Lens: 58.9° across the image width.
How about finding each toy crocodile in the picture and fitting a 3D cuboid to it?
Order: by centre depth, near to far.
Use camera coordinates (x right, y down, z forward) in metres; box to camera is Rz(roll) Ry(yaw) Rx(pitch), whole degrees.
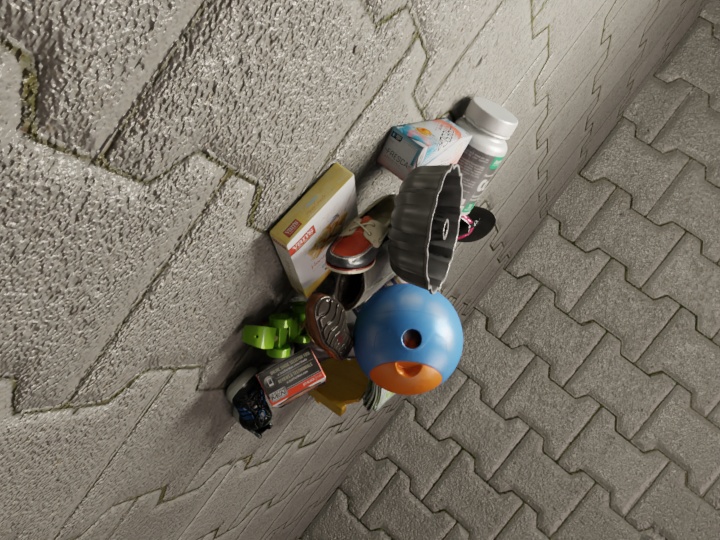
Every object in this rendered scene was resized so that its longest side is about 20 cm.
[{"bbox_3d":[-0.125,0.094,1.065,0.200,0.061,0.068,-26,124,-65],"label":"toy crocodile"}]

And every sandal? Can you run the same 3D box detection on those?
[{"bbox_3d":[0.175,-0.091,1.269,0.045,0.198,0.076,-117,-149,-71],"label":"sandal"}]

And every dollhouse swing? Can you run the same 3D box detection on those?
[{"bbox_3d":[-0.013,0.264,1.536,0.200,0.181,0.176,-45,142,-23],"label":"dollhouse swing"}]

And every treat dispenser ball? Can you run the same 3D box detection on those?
[{"bbox_3d":[0.085,0.122,1.153,0.201,0.201,0.201,-45,162,-19],"label":"treat dispenser ball"}]

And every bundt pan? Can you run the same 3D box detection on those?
[{"bbox_3d":[0.097,-0.068,0.982,0.202,0.075,0.203,10,90,-71],"label":"bundt pan"}]

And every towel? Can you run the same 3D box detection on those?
[{"bbox_3d":[0.085,0.206,1.408,0.200,0.048,0.172,-38,151,-37],"label":"towel"}]

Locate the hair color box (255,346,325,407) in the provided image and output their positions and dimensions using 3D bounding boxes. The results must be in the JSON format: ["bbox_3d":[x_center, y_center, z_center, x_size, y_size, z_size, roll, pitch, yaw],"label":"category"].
[{"bbox_3d":[-0.117,0.191,1.115,0.101,0.061,0.200,-28,170,-8],"label":"hair color box"}]

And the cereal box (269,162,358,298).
[{"bbox_3d":[-0.060,-0.054,0.962,0.144,0.039,0.200,-49,163,-15],"label":"cereal box"}]

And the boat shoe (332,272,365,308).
[{"bbox_3d":[0.000,0.000,1.173,0.091,0.071,0.200,-48,162,-15],"label":"boat shoe"}]

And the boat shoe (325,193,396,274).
[{"bbox_3d":[0.009,-0.056,0.956,0.200,0.071,0.063,-41,149,-52],"label":"boat shoe"}]

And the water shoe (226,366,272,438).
[{"bbox_3d":[-0.189,0.241,1.159,0.071,0.079,0.200,-44,161,-26],"label":"water shoe"}]

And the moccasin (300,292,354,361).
[{"bbox_3d":[-0.061,0.087,1.052,0.074,0.077,0.201,-60,161,-12],"label":"moccasin"}]

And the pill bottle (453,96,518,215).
[{"bbox_3d":[0.203,-0.213,1.196,0.113,0.113,0.201,-27,151,-53],"label":"pill bottle"}]

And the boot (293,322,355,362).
[{"bbox_3d":[-0.034,0.121,1.223,0.199,0.070,0.132,-17,153,-15],"label":"boot"}]

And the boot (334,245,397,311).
[{"bbox_3d":[0.046,-0.033,1.080,0.199,0.072,0.183,-18,133,-49],"label":"boot"}]

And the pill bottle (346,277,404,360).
[{"bbox_3d":[0.033,0.100,1.361,0.199,0.111,0.111,-35,162,-1],"label":"pill bottle"}]

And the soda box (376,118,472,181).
[{"bbox_3d":[0.111,-0.204,1.064,0.200,0.063,0.069,-28,151,-54],"label":"soda box"}]
